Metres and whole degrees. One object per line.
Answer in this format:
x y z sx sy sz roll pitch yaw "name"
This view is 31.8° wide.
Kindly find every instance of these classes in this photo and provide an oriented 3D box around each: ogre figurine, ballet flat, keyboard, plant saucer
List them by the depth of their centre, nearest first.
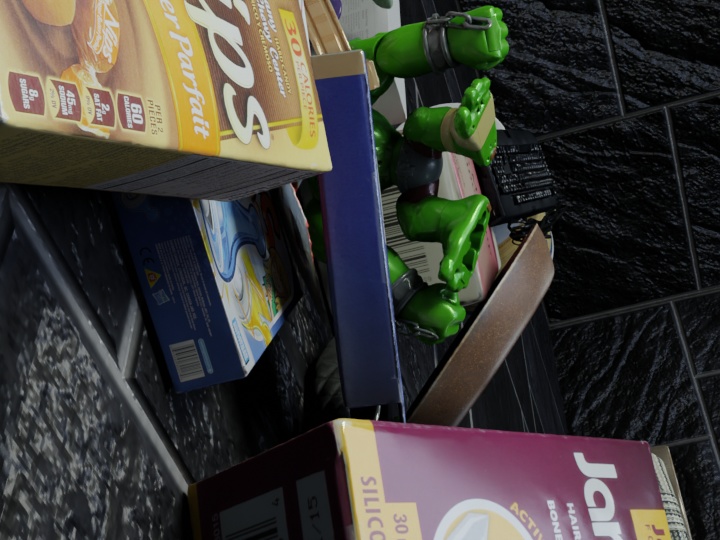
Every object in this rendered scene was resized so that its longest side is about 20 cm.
0.000 0.095 0.732 0.200 0.057 0.067 -83 154 -62 "ballet flat"
0.021 -0.063 0.782 0.098 0.120 0.201 -45 141 -49 "ogre figurine"
0.084 0.058 0.911 0.034 0.201 0.200 33 10 5 "plant saucer"
0.146 -0.072 1.064 0.200 0.040 0.104 -18 94 -67 "keyboard"

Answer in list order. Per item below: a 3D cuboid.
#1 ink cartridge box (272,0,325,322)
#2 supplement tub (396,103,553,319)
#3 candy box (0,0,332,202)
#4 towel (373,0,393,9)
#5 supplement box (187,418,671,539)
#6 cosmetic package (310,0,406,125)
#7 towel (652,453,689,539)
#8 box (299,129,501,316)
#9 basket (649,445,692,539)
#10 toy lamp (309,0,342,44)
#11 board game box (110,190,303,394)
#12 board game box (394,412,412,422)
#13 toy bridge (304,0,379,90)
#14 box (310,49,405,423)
-0.035 -0.092 0.647 0.162 0.050 0.200 86 -17 -71 "ink cartridge box"
0.102 -0.054 1.210 0.200 0.144 0.145 59 20 -59 "supplement tub"
-0.084 -0.088 0.426 0.200 0.055 0.116 -2 80 -65 "candy box"
-0.031 -0.286 0.823 0.153 0.023 0.200 61 -6 34 "towel"
0.040 0.142 0.532 0.200 0.103 0.131 9 62 -42 "supplement box"
-0.012 -0.175 0.945 0.200 0.082 0.051 -90 162 -49 "cosmetic package"
0.082 0.188 0.663 0.035 0.199 0.193 74 8 -49 "towel"
0.035 -0.038 0.940 0.200 0.109 0.128 -36 112 -78 "box"
0.103 0.182 0.774 0.180 0.199 0.136 -84 158 -62 "basket"
-0.011 -0.203 0.766 0.058 0.200 0.058 18 51 -23 "toy lamp"
-0.081 -0.061 0.570 0.135 0.034 0.201 -62 137 -74 "board game box"
0.063 0.227 0.971 0.135 0.029 0.200 67 14 -46 "board game box"
-0.039 -0.197 0.712 0.067 0.027 0.200 -137 -155 -70 "toy bridge"
0.000 0.000 0.643 0.121 0.032 0.201 75 7 -86 "box"
